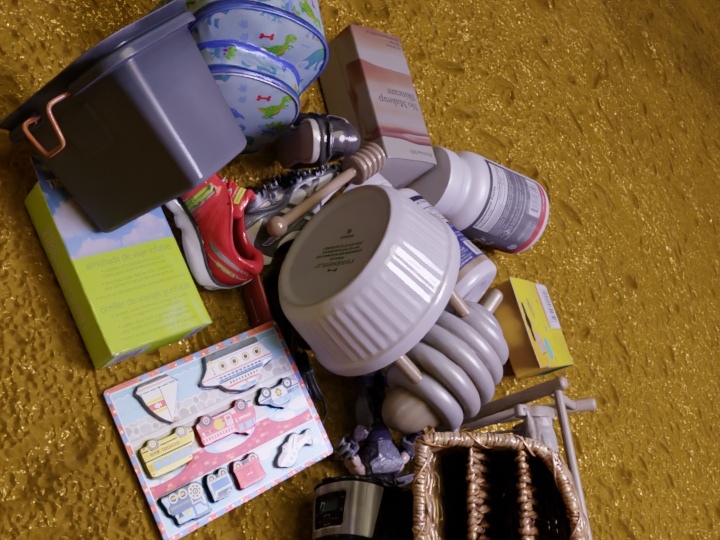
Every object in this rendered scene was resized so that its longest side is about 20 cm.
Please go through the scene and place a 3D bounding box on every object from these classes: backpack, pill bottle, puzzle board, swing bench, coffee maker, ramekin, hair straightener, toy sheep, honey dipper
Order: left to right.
[{"bbox_3d":[-0.132,0.150,0.807,0.198,0.017,0.153,-21,84,-37],"label":"puzzle board"},{"bbox_3d":[-0.134,-0.228,0.892,0.181,0.199,0.149,12,55,-39],"label":"backpack"},{"bbox_3d":[-0.068,0.091,0.904,0.076,0.041,0.203,-7,70,-46],"label":"hair straightener"},{"bbox_3d":[-0.039,-0.092,0.937,0.038,0.038,0.200,55,47,-5],"label":"honey dipper"},{"bbox_3d":[0.000,0.000,0.867,0.094,0.200,0.204,42,45,-32],"label":"ramekin"},{"bbox_3d":[0.015,0.329,0.813,0.193,0.133,0.202,56,36,-44],"label":"coffee maker"},{"bbox_3d":[0.060,-0.028,1.010,0.200,0.112,0.110,44,40,18],"label":"pill bottle"},{"bbox_3d":[0.094,0.093,0.891,0.138,0.138,0.200,46,74,-13],"label":"toy sheep"},{"bbox_3d":[0.166,-0.102,1.175,0.198,0.115,0.118,17,58,-36],"label":"pill bottle"},{"bbox_3d":[0.172,0.249,0.921,0.129,0.198,0.202,32,46,-53],"label":"swing bench"}]

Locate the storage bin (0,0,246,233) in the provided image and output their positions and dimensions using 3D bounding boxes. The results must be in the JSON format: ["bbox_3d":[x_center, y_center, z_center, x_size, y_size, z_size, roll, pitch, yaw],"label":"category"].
[{"bbox_3d":[-0.205,-0.120,0.721,0.135,0.198,0.146,57,42,-16],"label":"storage bin"}]

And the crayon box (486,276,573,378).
[{"bbox_3d":[0.232,0.080,1.139,0.199,0.050,0.129,13,58,-64],"label":"crayon box"}]

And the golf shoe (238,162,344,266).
[{"bbox_3d":[-0.079,-0.068,0.972,0.199,0.077,0.096,-30,108,-46],"label":"golf shoe"}]

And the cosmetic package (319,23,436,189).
[{"bbox_3d":[0.019,-0.219,1.120,0.102,0.087,0.203,0,69,-44],"label":"cosmetic package"}]

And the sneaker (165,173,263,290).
[{"bbox_3d":[-0.153,-0.080,0.853,0.077,0.084,0.203,-65,138,-65],"label":"sneaker"}]

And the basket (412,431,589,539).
[{"bbox_3d":[0.135,0.258,0.764,0.149,0.141,0.203,39,49,-59],"label":"basket"}]

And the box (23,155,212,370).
[{"bbox_3d":[-0.238,-0.019,0.800,0.121,0.047,0.202,-18,80,-48],"label":"box"}]

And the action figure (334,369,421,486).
[{"bbox_3d":[0.017,0.170,0.926,0.129,0.069,0.203,10,66,-50],"label":"action figure"}]

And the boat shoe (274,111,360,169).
[{"bbox_3d":[-0.055,-0.149,0.950,0.056,0.200,0.068,-2,101,-19],"label":"boat shoe"}]
